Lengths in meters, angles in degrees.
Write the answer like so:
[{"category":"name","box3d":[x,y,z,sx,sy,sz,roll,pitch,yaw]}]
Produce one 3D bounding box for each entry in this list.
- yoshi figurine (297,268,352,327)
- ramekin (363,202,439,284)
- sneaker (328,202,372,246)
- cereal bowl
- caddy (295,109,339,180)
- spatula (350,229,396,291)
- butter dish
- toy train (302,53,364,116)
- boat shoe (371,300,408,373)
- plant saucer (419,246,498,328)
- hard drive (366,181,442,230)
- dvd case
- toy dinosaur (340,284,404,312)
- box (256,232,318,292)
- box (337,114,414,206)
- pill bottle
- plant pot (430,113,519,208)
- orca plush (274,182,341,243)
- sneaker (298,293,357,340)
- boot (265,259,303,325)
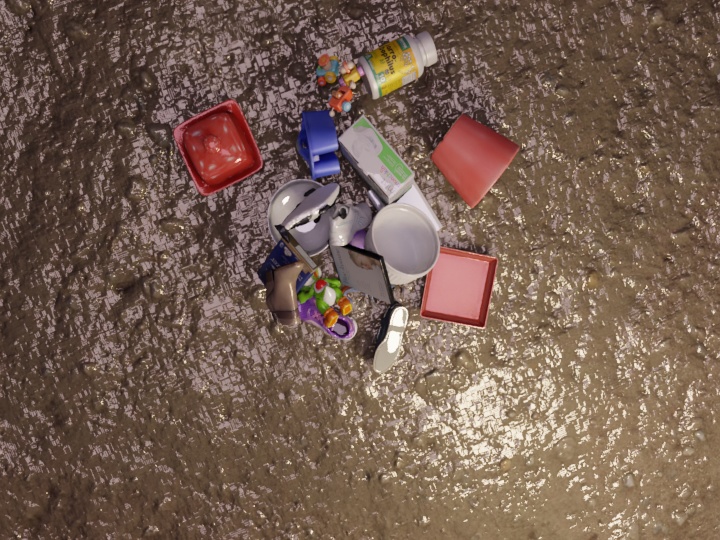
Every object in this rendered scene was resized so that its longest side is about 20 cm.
[{"category":"yoshi figurine","box3d":[-0.114,0.054,1.613,0.112,0.112,0.201,-47,73,22]},{"category":"ramekin","box3d":[0.100,-0.062,1.558,0.194,0.105,0.206,9,66,-19]},{"category":"sneaker","box3d":[-0.024,-0.142,1.569,0.068,0.201,0.082,5,121,25]},{"category":"cereal bowl","box3d":[-0.154,-0.141,1.609,0.193,0.083,0.207,-1,96,-5]},{"category":"caddy","box3d":[-0.116,-0.326,1.540,0.101,0.203,0.144,-8,131,-6]},{"category":"spatula","box3d":[0.040,-0.023,1.669,0.056,0.021,0.202,-36,98,-2]},{"category":"butter dish","box3d":[-0.374,-0.320,1.540,0.195,0.148,0.204,-25,98,-2]},{"category":"toy train","box3d":[-0.075,-0.487,1.531,0.151,0.199,0.056,-49,141,-5]},{"category":"boat shoe","box3d":[0.076,0.185,1.671,0.073,0.062,0.206,8,104,-21]},{"category":"plant saucer","box3d":[0.275,0.046,1.688,0.193,0.037,0.207,10,95,-5]},{"category":"hard drive","box3d":[0.122,-0.168,1.658,0.130,0.025,0.203,-34,97,-1]},{"category":"dvd case","box3d":[0.000,0.000,1.545,0.017,0.197,0.146,-39,130,-29]},{"category":"toy dinosaur","box3d":[0.032,0.039,1.653,0.175,0.106,0.206,4,65,14]},{"category":"box","box3d":[-0.202,0.009,1.580,0.122,0.032,0.200,47,130,6]},{"category":"box","box3d":[0.040,-0.274,1.547,0.096,0.176,0.201,-41,85,-1]},{"category":"pill bottle","box3d":[0.099,-0.545,1.573,0.195,0.113,0.115,-26,98,-1]},{"category":"plant pot","box3d":[0.293,-0.301,1.585,0.176,0.200,0.202,39,92,1]},{"category":"orca plush","box3d":[-0.121,-0.138,1.534,0.201,0.104,0.072,-50,139,-21]},{"category":"sneaker","box3d":[-0.096,0.131,1.641,0.196,0.089,0.082,28,95,-6]},{"category":"boot","box3d":[-0.182,0.062,1.511,0.069,0.198,0.151,-14,89,-32]}]
